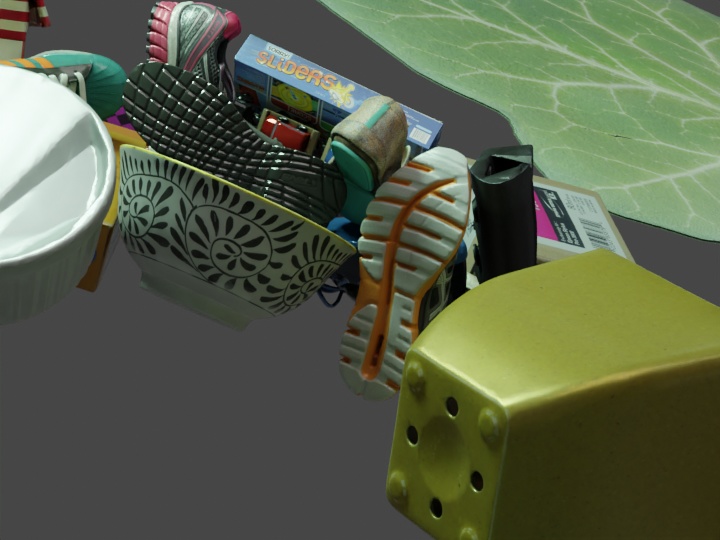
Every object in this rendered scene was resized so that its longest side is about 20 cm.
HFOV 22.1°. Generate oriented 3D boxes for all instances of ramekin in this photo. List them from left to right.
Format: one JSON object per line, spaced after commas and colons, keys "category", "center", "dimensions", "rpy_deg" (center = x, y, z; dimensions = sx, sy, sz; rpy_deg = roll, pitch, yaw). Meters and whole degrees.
{"category": "ramekin", "center": [-0.275, -0.047, 1.324], "dimensions": [0.201, 0.095, 0.203], "rpy_deg": [4, 48, -5]}

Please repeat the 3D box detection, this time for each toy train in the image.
{"category": "toy train", "center": [-0.063, -0.123, 1.683], "dimensions": [0.199, 0.034, 0.046], "rpy_deg": [25, 11, 11]}

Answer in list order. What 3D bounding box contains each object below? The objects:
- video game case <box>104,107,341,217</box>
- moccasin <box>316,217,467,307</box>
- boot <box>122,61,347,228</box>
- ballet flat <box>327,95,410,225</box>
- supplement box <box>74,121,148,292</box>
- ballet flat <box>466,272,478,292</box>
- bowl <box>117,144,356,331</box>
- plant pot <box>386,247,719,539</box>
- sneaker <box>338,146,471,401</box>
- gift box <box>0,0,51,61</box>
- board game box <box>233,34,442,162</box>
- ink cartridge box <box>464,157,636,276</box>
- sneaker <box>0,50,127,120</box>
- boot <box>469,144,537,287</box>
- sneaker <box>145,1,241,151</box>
{"category": "video game case", "center": [-0.111, -0.102, 1.669], "dimensions": [0.199, 0.036, 0.181], "rpy_deg": [26, 9, 14]}
{"category": "moccasin", "center": [0.000, 0.000, 1.536], "dimensions": [0.199, 0.069, 0.080], "rpy_deg": [10, 26, 43]}
{"category": "boot", "center": [-0.106, -0.085, 1.468], "dimensions": [0.199, 0.068, 0.131], "rpy_deg": [32, -11, -7]}
{"category": "ballet flat", "center": [0.012, -0.088, 1.460], "dimensions": [0.068, 0.067, 0.200], "rpy_deg": [36, -12, 3]}
{"category": "supplement box", "center": [-0.220, -0.057, 1.498], "dimensions": [0.066, 0.069, 0.200], "rpy_deg": [17, 22, -3]}
{"category": "ballet flat", "center": [0.090, 0.037, 1.563], "dimensions": [0.199, 0.068, 0.062], "rpy_deg": [27, 43, 31]}
{"category": "bowl", "center": [-0.112, -0.013, 1.417], "dimensions": [0.200, 0.095, 0.201], "rpy_deg": [24, -4, 2]}
{"category": "plant pot", "center": [0.131, 0.114, 1.238], "dimensions": [0.199, 0.197, 0.194], "rpy_deg": [-6, 23, -34]}
{"category": "sneaker", "center": [0.039, 0.001, 1.427], "dimensions": [0.078, 0.201, 0.077], "rpy_deg": [24, 12, 20]}
{"category": "gift box", "center": [-0.373, -0.211, 1.565], "dimensions": [0.186, 0.201, 0.184], "rpy_deg": [2, 11, -27]}
{"category": "board game box", "center": [-0.026, -0.129, 1.726], "dimensions": [0.199, 0.136, 0.035], "rpy_deg": [26, 61, 8]}
{"category": "ink cartridge box", "center": [0.158, -0.021, 1.710], "dimensions": [0.164, 0.075, 0.200], "rpy_deg": [14, 25, -16]}
{"category": "sneaker", "center": [-0.276, -0.134, 1.477], "dimensions": [0.199, 0.072, 0.080], "rpy_deg": [-8, 15, -21]}
{"category": "boot", "center": [0.117, 0.019, 1.423], "dimensions": [0.065, 0.201, 0.165], "rpy_deg": [-1, 21, -1]}
{"category": "sneaker", "center": [-0.141, -0.123, 1.544], "dimensions": [0.074, 0.202, 0.081], "rpy_deg": [2, 6, 2]}
